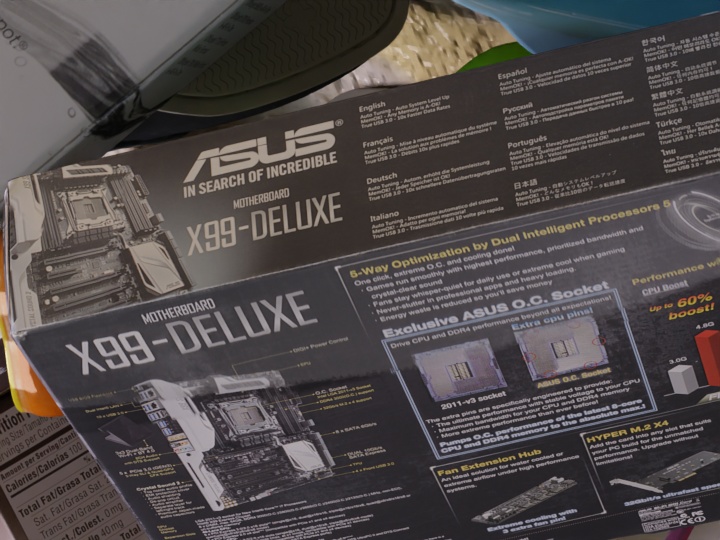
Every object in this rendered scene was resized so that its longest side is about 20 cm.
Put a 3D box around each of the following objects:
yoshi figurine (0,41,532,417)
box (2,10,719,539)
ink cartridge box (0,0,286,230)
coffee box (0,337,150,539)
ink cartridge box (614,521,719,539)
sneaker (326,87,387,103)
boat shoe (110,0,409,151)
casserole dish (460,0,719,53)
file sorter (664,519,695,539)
[{"bbox_3d":[-0.001,-0.016,0.765,0.199,0.113,0.112,-6,145,5],"label":"yoshi figurine"},{"bbox_3d":[0.030,0.017,0.678,0.158,0.199,0.050,63,-163,-53],"label":"box"},{"bbox_3d":[-0.119,-0.092,0.771,0.145,0.200,0.084,51,-175,2],"label":"ink cartridge box"},{"bbox_3d":[-0.084,0.121,0.935,0.114,0.080,0.201,-9,109,62],"label":"coffee box"},{"bbox_3d":[0.113,0.206,0.956,0.200,0.145,0.147,55,155,-12],"label":"ink cartridge box"},{"bbox_3d":[0.017,-0.009,0.860,0.075,0.106,0.200,56,152,-15],"label":"sneaker"},{"bbox_3d":[-0.084,-0.072,0.863,0.068,0.199,0.072,144,110,-81],"label":"boat shoe"},{"bbox_3d":[0.082,-0.123,0.586,0.121,0.039,0.200,10,138,-10],"label":"casserole dish"},{"bbox_3d":[0.175,0.138,0.731,0.199,0.126,0.139,20,155,31],"label":"file sorter"}]
